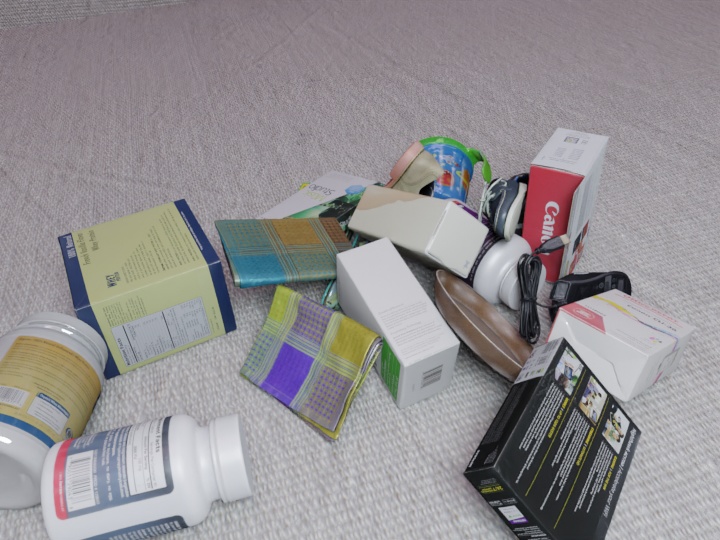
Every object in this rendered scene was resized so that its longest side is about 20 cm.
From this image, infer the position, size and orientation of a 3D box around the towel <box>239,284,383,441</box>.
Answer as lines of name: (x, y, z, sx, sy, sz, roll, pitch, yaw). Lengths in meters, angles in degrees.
towel: (-0.070, 0.113, 0.800, 0.199, 0.023, 0.145, 26, 89, 37)

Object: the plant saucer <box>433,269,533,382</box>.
plant saucer: (0.164, 0.079, 0.798, 0.200, 0.032, 0.200, 37, 15, -12)

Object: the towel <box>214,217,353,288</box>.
towel: (-0.105, -0.030, 0.909, 0.198, 0.022, 0.147, -4, 41, -25)

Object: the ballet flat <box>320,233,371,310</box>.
ballet flat: (0.000, 0.000, 0.975, 0.073, 0.075, 0.201, 9, 43, 17)

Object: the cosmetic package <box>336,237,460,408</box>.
cosmetic package: (0.044, 0.066, 0.824, 0.084, 0.108, 0.201, -20, 51, -18)

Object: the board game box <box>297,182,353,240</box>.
board game box: (-0.072, -0.097, 1.132, 0.133, 0.029, 0.201, 6, 40, 12)

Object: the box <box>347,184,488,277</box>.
box: (0.079, -0.061, 0.897, 0.199, 0.095, 0.078, 23, 85, 53)

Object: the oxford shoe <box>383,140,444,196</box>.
oxford shoe: (0.076, -0.127, 1.003, 0.074, 0.200, 0.071, 40, 68, 4)

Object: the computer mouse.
computer mouse: (0.297, 0.013, 0.871, 0.198, 0.142, 0.046, -13, 16, -20)

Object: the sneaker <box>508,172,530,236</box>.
sneaker: (0.293, -0.132, 1.071, 0.072, 0.113, 0.200, 13, 41, 19)

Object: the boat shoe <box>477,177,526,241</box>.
boat shoe: (0.203, -0.097, 0.887, 0.061, 0.075, 0.200, 19, 27, 10)

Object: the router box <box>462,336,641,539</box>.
router box: (0.211, 0.192, 0.652, 0.149, 0.051, 0.200, 49, 50, -4)

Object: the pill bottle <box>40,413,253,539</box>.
pill bottle: (-0.223, 0.224, 0.667, 0.198, 0.120, 0.120, -11, 38, -9)

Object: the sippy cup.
sippy cup: (0.137, -0.146, 1.101, 0.138, 0.178, 0.131, 20, 48, -14)

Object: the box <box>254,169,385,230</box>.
box: (-0.068, -0.107, 1.076, 0.144, 0.037, 0.200, 21, 48, 40)

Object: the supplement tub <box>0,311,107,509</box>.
supplement tub: (-0.401, 0.162, 0.742, 0.143, 0.146, 0.201, -1, 38, 4)

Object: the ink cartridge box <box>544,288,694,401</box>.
ink cartridge box: (0.337, 0.084, 0.779, 0.199, 0.068, 0.116, -10, 33, -45)

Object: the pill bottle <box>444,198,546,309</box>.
pill bottle: (0.183, -0.024, 0.945, 0.112, 0.113, 0.200, -25, 43, -24)

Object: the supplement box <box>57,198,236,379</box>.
supplement box: (-0.321, 0.019, 0.923, 0.198, 0.135, 0.200, -21, 41, -20)

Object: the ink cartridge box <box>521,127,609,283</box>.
ink cartridge box: (0.300, -0.086, 0.938, 0.083, 0.201, 0.176, 18, 42, 26)
